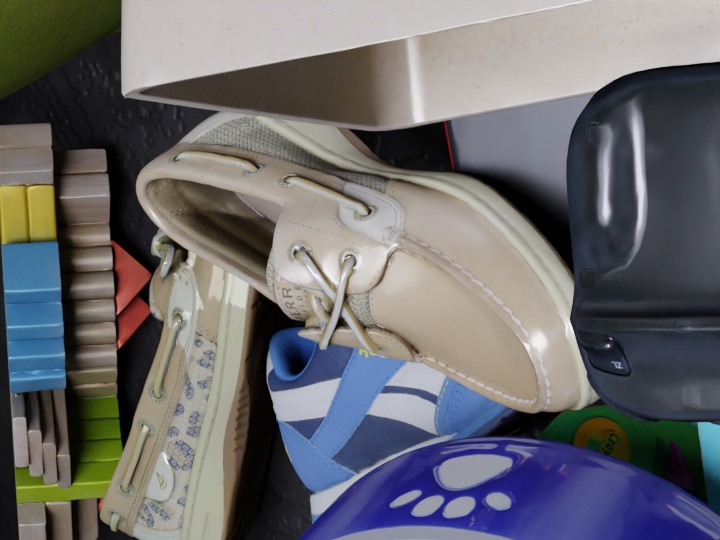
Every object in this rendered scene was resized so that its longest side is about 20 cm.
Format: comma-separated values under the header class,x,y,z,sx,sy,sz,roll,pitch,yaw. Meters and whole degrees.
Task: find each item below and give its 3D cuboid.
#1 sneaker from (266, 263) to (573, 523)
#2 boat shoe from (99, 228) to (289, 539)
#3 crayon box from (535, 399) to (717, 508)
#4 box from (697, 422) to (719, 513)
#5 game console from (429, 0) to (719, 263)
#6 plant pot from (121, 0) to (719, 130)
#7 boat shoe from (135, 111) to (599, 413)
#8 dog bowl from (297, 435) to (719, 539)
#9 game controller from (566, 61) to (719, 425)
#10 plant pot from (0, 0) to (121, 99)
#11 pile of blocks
class,x,y,z,sx,sy,sz,roll,pitch,yaw
sneaker,0.032,0.027,0.918,0.200,0.074,0.082,-33,78,43
boat shoe,-0.065,0.028,0.996,0.063,0.073,0.200,14,115,10
crayon box,0.057,0.114,0.884,0.058,0.119,0.200,41,129,10
box,0.156,0.095,0.817,0.049,0.082,0.200,1,105,42
game console,0.101,-0.104,0.808,0.176,0.031,0.200,-8,99,20
plant pot,0.052,-0.146,0.707,0.200,0.200,0.178,-9,87,21
boat shoe,0.000,0.000,0.841,0.200,0.065,0.072,34,144,42
dog bowl,0.050,0.154,0.782,0.200,0.079,0.200,13,123,21
game controller,0.143,-0.009,0.704,0.200,0.042,0.105,-2,87,37
plant pot,-0.164,-0.135,0.903,0.200,0.193,0.201,15,113,39
pile of blocks,-0.115,0.036,1.059,0.082,0.062,0.200,-111,19,-64
